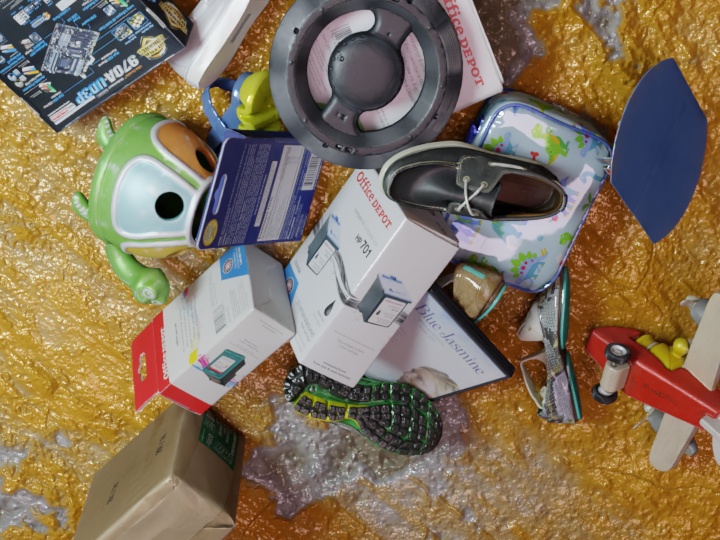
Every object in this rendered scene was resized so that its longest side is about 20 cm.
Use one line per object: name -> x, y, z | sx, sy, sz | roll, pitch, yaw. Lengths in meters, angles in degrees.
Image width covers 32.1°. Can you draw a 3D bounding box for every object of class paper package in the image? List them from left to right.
paper package -> -0.231, 0.268, 1.447 | 0.190, 0.200, 0.103 | -41, 107, 14

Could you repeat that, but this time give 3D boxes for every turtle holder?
turtle holder -> -0.220, -0.067, 1.325 | 0.130, 0.141, 0.187 | 24, 81, 20

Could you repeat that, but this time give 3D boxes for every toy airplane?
toy airplane -> 0.381, 0.129, 1.449 | 0.199, 0.141, 0.201 | -23, 100, 42

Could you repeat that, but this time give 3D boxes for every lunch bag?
lunch bag -> 0.173, -0.090, 1.385 | 0.159, 0.083, 0.202 | 20, 109, -11

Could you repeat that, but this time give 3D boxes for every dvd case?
dvd case -> 0.064, 0.091, 1.425 | 0.143, 0.018, 0.199 | 46, 141, -17

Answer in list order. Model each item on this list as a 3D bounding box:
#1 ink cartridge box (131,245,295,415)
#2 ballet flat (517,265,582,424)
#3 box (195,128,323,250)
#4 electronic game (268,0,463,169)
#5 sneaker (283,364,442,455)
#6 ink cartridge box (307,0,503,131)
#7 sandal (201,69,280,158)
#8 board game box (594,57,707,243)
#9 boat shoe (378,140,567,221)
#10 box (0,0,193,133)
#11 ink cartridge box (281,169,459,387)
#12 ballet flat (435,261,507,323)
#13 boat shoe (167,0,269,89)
ink cartridge box -> -0.170, 0.075, 1.405 | 0.200, 0.117, 0.067 | -40, 129, 23
ballet flat -> 0.219, 0.091, 1.468 | 0.071, 0.072, 0.203 | -8, 110, 1
box -> -0.109, -0.087, 1.318 | 0.032, 0.199, 0.123 | 23, 105, 24
electronic game -> 0.006, -0.201, 1.265 | 0.197, 0.042, 0.203 | -1, 109, -2
sneaker -> 0.005, 0.157, 1.478 | 0.198, 0.085, 0.079 | 23, 86, -2
ink cartridge box -> 0.034, -0.225, 1.325 | 0.198, 0.084, 0.148 | -22, 109, 6
sandal -> -0.132, -0.132, 1.371 | 0.086, 0.079, 0.202 | 22, 121, 27
board game box -> 0.311, -0.132, 1.357 | 0.200, 0.039, 0.159 | 42, 70, -47
boat shoe -> 0.117, -0.087, 1.288 | 0.197, 0.068, 0.073 | 4, 117, -16
box -> -0.295, -0.248, 1.275 | 0.199, 0.046, 0.159 | -27, 125, 29
ink cartridge box -> 0.000, 0.000, 1.372 | 0.085, 0.147, 0.201 | 24, 110, -31
ballet flat -> 0.101, 0.048, 1.417 | 0.072, 0.068, 0.200 | 35, 150, 5
boat shoe -> -0.137, -0.289, 1.306 | 0.068, 0.072, 0.201 | 35, 104, 7
